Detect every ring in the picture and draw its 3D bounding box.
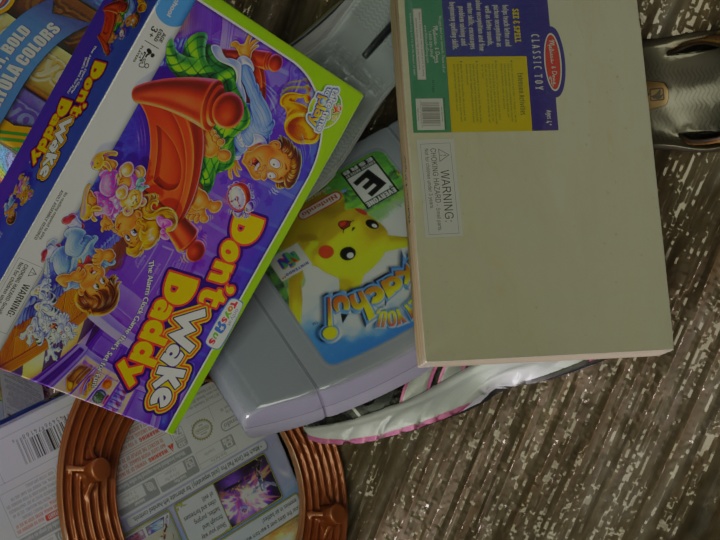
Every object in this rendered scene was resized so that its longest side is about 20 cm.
[{"bbox_3d":[-0.079,0.125,0.857,0.019,0.200,0.201,-18,96,45],"label":"ring"}]

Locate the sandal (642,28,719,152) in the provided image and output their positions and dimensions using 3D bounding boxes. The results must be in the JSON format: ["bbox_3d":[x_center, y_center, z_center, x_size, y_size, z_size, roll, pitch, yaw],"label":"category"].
[{"bbox_3d":[0.197,-0.105,0.829,0.199,0.055,0.082,-4,96,13],"label":"sandal"}]

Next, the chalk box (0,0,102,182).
[{"bbox_3d":[-0.182,-0.110,0.845,0.200,0.125,0.124,34,72,11],"label":"chalk box"}]

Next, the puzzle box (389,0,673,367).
[{"bbox_3d":[0.088,-0.052,0.799,0.132,0.025,0.201,-2,79,-8],"label":"puzzle box"}]

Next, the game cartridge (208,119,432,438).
[{"bbox_3d":[0.000,0.000,0.832,0.200,0.041,0.134,-31,63,-11],"label":"game cartridge"}]

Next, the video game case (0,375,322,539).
[{"bbox_3d":[-0.120,0.146,0.857,0.045,0.200,0.182,-20,94,45],"label":"video game case"}]

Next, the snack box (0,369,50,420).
[{"bbox_3d":[-0.258,0.169,0.920,0.053,0.142,0.200,33,107,-30],"label":"snack box"}]

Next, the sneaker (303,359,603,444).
[{"bbox_3d":[0.055,0.037,0.880,0.199,0.080,0.087,-21,82,6],"label":"sneaker"}]

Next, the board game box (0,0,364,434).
[{"bbox_3d":[-0.101,-0.033,0.749,0.045,0.134,0.200,31,93,47],"label":"board game box"}]

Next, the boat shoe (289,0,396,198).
[{"bbox_3d":[-0.024,-0.095,0.844,0.200,0.062,0.072,-44,98,-7],"label":"boat shoe"}]
